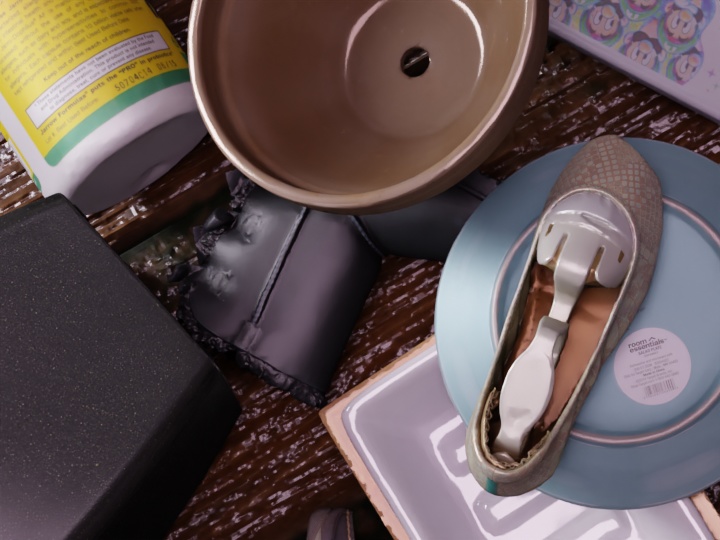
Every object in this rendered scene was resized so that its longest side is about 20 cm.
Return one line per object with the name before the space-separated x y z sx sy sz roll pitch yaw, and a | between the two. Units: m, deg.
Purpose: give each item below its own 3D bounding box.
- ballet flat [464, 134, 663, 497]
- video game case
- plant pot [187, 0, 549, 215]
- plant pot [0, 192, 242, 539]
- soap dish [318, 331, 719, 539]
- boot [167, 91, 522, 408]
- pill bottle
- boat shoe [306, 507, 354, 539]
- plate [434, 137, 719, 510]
ballet flat | 0.108 0.022 1.398 0.067 0.062 0.201 18 83 10
video game case | 0.195 -0.186 1.504 0.199 0.024 0.183 27 88 -7
plant pot | 0.016 -0.122 1.458 0.200 0.093 0.202 -5 77 23
plant pot | -0.177 0.076 1.491 0.177 0.200 0.200 -41 78 -7
soap dish | 0.095 0.120 1.486 0.157 0.081 0.201 -33 80 5
boot | 0.000 0.000 1.521 0.198 0.073 0.163 29 87 19
pill bottle | -0.179 -0.141 1.548 0.113 0.113 0.200 -36 79 4
boat shoe | 0.013 0.227 1.500 0.073 0.074 0.201 -11 91 -2
plate | 0.137 0.026 1.438 0.199 0.026 0.201 -1 80 7
